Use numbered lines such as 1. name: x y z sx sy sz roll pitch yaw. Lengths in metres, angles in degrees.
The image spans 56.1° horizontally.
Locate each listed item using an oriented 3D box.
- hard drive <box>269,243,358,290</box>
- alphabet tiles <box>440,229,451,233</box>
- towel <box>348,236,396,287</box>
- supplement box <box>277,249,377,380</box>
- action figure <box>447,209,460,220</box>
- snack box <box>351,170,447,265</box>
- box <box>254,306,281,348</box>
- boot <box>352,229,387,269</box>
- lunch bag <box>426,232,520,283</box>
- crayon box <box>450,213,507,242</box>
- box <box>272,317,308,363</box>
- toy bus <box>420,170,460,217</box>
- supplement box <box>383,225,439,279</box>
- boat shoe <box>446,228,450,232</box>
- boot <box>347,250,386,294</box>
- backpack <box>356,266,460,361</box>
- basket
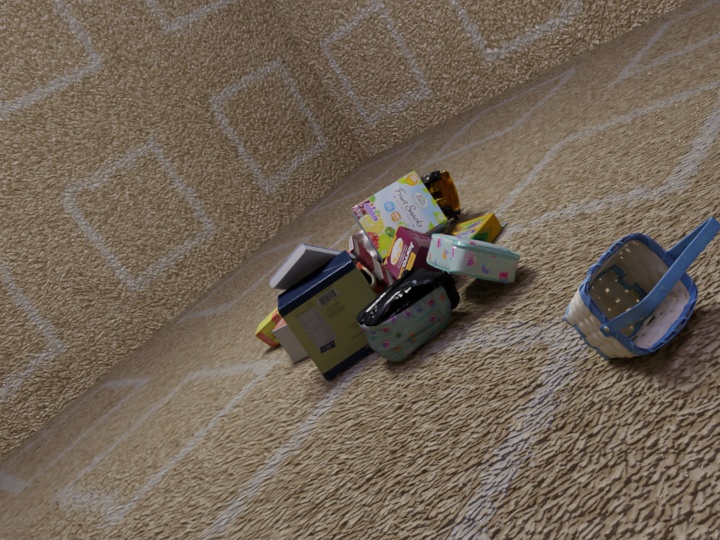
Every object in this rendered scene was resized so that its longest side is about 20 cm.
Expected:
1. hard drive: -0.107 0.000 1.607 0.132 0.025 0.199 -47 -31 24
2. alphabet tiles: 0.161 -0.038 1.800 0.167 0.008 0.201 -14 40 55
3. towel: 0.044 0.005 1.641 0.023 0.200 0.144 -44 12 8
4. supplement box: -0.054 0.099 1.538 0.199 0.201 0.134 -33 14 1
5. action figure: 0.241 -0.197 2.041 0.102 0.119 0.199 -49 15 -34
6. snack box: 0.103 -0.138 1.778 0.199 0.169 0.068 -31 -19 -4
7. box: -0.218 0.140 1.926 0.200 0.075 0.050 -40 21 36
8. boot: 0.013 -0.021 1.839 0.199 0.167 0.072 -31 -22 13
9. lunch bag: 0.237 -0.027 1.427 0.159 0.078 0.200 9 7 -15
10. crayon box: 0.270 -0.075 1.698 0.125 0.052 0.200 -17 21 48
11. box: -0.103 0.126 1.754 0.199 0.107 0.152 -27 16 25
12. toy bus: 0.162 -0.194 1.940 0.198 0.137 0.192 -20 3 -8
13. supplement box: 0.133 -0.025 1.630 0.200 0.085 0.111 -126 54 -69
14. boat shoe: 0.174 -0.096 1.937 0.064 0.072 0.199 -39 16 -25
15. boot: 0.000 0.000 1.736 0.075 0.107 0.200 -48 52 4
16. backpack: 0.096 0.089 1.392 0.199 0.127 0.167 -36 12 -18
17. basket: 0.379 0.024 0.903 0.176 0.139 0.200 -40 -15 -22
